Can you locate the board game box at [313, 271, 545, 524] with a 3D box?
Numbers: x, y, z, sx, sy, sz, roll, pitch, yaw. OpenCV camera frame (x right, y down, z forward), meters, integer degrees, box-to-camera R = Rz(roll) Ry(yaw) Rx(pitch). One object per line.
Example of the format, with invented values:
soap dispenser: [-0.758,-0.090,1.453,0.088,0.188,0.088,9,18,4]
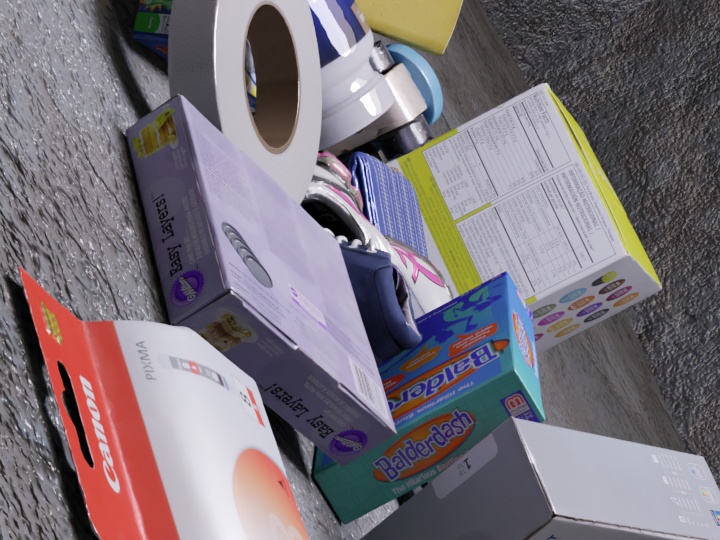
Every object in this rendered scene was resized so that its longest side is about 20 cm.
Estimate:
board game box: [0.047,0.082,1.499,0.045,0.152,0.200,59,11,-15]

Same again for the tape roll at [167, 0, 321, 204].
tape roll: [-0.078,-0.133,1.535,0.203,0.037,0.203,-3,90,-71]

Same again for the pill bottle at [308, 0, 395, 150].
pill bottle: [-0.060,-0.202,1.800,0.200,0.116,0.116,60,11,-15]

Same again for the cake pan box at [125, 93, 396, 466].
cake pan box: [-0.061,0.008,1.399,0.200,0.052,0.184,42,23,-44]

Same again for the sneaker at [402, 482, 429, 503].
sneaker: [0.106,0.233,1.619,0.200,0.076,0.116,66,8,23]

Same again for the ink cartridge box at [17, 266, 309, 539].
ink cartridge box: [-0.090,0.091,1.111,0.200,0.050,0.162,52,14,-56]

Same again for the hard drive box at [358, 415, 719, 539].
hard drive box: [0.126,0.180,1.443,0.200,0.156,0.077,15,44,-44]

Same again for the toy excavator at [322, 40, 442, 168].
toy excavator: [0.012,-0.158,2.027,0.200,0.194,0.100,-39,102,-51]

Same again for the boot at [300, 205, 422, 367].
boot: [-0.015,0.002,1.567,0.073,0.090,0.200,51,15,-45]

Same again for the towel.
towel: [0.027,-0.018,1.882,0.200,0.024,0.145,23,57,-75]

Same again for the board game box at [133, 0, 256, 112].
board game box: [-0.098,-0.206,1.621,0.200,0.034,0.136,28,71,-67]

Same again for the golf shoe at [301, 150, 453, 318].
golf shoe: [0.000,0.000,1.707,0.200,0.073,0.092,47,21,-15]

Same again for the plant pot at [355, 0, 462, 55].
plant pot: [-0.025,-0.324,1.953,0.200,0.196,0.194,7,16,-46]

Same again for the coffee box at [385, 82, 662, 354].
coffee box: [0.164,-0.040,2.229,0.200,0.198,0.200,66,11,17]
